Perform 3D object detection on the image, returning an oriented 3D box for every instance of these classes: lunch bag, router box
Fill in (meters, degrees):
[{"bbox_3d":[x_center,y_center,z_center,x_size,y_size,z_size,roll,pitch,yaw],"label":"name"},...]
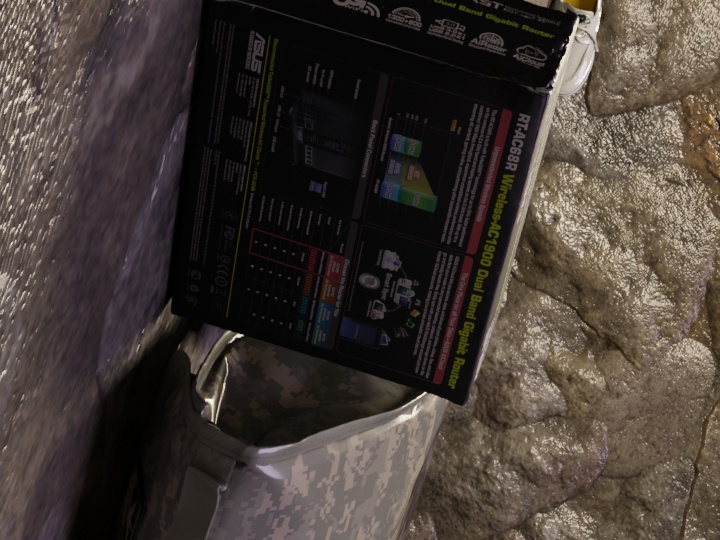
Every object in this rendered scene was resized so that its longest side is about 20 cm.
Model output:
[{"bbox_3d":[-0.055,0.117,1.071,0.200,0.118,0.164,-29,141,-63],"label":"lunch bag"},{"bbox_3d":[0.002,-0.044,0.985,0.062,0.150,0.200,-66,171,-45],"label":"router box"}]

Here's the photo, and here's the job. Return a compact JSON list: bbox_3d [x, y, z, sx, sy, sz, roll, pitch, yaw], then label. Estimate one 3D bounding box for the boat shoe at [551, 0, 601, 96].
[{"bbox_3d":[0.274,-0.320,2.783,0.086,0.075,0.202,-30,136,-81],"label":"boat shoe"}]
